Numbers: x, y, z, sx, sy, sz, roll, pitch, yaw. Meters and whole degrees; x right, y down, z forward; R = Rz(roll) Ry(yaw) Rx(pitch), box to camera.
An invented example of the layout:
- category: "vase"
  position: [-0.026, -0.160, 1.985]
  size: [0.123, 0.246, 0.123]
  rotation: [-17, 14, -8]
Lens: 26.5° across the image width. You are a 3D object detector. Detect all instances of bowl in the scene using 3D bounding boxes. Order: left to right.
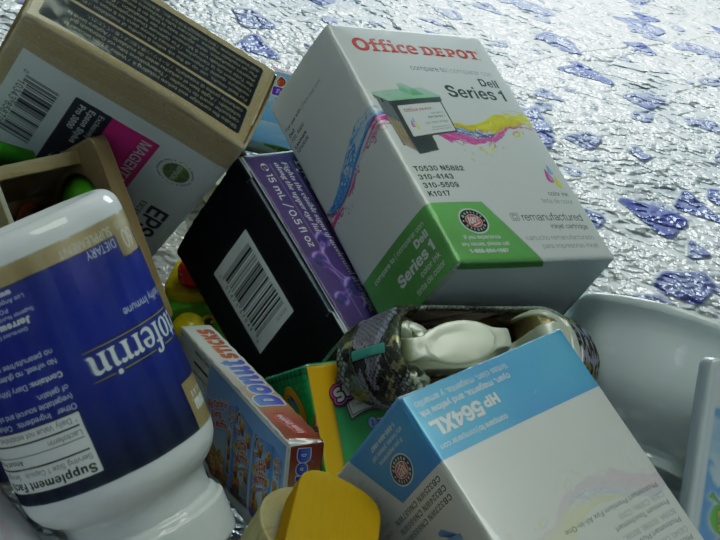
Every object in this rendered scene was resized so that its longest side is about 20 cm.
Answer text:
- category: "bowl"
  position: [0.203, 0.100, 1.041]
  size: [0.199, 0.201, 0.091]
  rotation: [20, 72, 7]

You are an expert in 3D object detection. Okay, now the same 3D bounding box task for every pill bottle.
- category: "pill bottle"
  position: [-0.148, 0.068, 0.833]
  size: [0.114, 0.202, 0.116]
  rotation: [-22, 9, 4]

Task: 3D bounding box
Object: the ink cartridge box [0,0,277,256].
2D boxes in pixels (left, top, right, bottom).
- category: "ink cartridge box"
  position: [-0.175, -0.099, 1.024]
  size: [0.164, 0.200, 0.076]
  rotation: [30, 52, -15]

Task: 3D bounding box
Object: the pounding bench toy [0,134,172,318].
- category: "pounding bench toy"
  position: [-0.231, -0.033, 0.962]
  size: [0.123, 0.202, 0.155]
  rotation: [-21, 0, 41]

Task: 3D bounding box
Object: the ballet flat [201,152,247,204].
- category: "ballet flat"
  position: [-0.086, -0.046, 1.227]
  size: [0.070, 0.072, 0.200]
  rotation: [-2, 29, -29]

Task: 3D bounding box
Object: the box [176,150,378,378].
- category: "box"
  position: [0.000, 0.000, 1.055]
  size: [0.199, 0.105, 0.149]
  rotation: [-12, 61, -45]

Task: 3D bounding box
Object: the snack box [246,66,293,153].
- category: "snack box"
  position: [-0.098, -0.139, 1.319]
  size: [0.166, 0.069, 0.200]
  rotation: [14, 0, -2]

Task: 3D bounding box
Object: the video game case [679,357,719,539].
- category: "video game case"
  position: [0.273, 0.167, 0.906]
  size: [0.179, 0.203, 0.022]
  rotation: [11, -7, -8]

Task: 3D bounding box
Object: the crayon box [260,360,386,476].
- category: "crayon box"
  position: [0.043, 0.109, 0.949]
  size: [0.198, 0.121, 0.058]
  rotation: [-6, -9, -34]

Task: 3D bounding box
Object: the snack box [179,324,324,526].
- category: "snack box"
  position: [-0.072, 0.098, 0.917]
  size: [0.024, 0.073, 0.200]
  rotation: [0, 17, -24]

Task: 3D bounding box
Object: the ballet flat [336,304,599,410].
- category: "ballet flat"
  position: [0.082, 0.051, 0.911]
  size: [0.198, 0.073, 0.072]
  rotation: [0, 30, -34]

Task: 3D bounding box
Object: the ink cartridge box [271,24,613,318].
- category: "ink cartridge box"
  position: [0.051, -0.060, 1.001]
  size: [0.143, 0.084, 0.201]
  rotation: [-2, 53, -40]

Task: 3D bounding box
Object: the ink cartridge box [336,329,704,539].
- category: "ink cartridge box"
  position: [0.091, 0.162, 0.811]
  size: [0.124, 0.129, 0.201]
  rotation: [-17, 64, -37]

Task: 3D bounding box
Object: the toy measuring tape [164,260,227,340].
- category: "toy measuring tape"
  position: [-0.102, 0.012, 1.122]
  size: [0.073, 0.074, 0.200]
  rotation: [14, 19, -1]

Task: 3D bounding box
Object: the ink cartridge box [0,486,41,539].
- category: "ink cartridge box"
  position: [-0.283, 0.145, 0.803]
  size: [0.198, 0.058, 0.162]
  rotation: [-5, 33, -42]

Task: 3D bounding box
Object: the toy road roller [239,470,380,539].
- category: "toy road roller"
  position: [-0.008, 0.213, 0.747]
  size: [0.145, 0.124, 0.201]
  rotation: [26, 26, -10]
